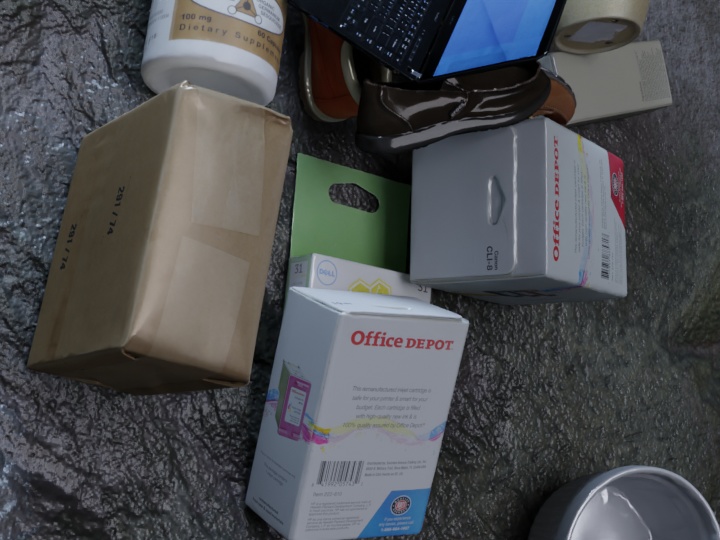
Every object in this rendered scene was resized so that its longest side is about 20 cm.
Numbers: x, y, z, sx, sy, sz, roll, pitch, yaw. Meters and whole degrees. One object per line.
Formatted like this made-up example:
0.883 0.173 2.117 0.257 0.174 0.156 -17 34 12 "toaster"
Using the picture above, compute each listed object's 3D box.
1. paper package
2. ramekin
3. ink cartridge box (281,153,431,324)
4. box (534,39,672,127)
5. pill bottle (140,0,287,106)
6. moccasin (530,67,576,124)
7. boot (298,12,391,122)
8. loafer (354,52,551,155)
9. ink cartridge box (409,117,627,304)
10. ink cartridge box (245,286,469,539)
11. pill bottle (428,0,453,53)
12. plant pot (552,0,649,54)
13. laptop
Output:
-0.152 -0.015 0.889 0.103 0.190 0.202 19 72 -33 "paper package"
0.264 0.301 1.216 0.198 0.105 0.202 3 82 -22 "ramekin"
0.000 0.000 1.105 0.145 0.048 0.202 13 78 -37 "ink cartridge box"
0.262 -0.207 1.332 0.199 0.068 0.083 -13 92 -39 "box"
-0.116 -0.246 1.000 0.114 0.114 0.202 16 74 -36 "pill bottle"
0.148 -0.171 1.167 0.201 0.073 0.078 7 103 -56 "moccasin"
-0.011 -0.238 1.068 0.074 0.107 0.202 -9 98 -25 "boot"
0.084 -0.158 1.036 0.199 0.073 0.072 -21 115 -26 "loafer"
0.155 -0.050 1.141 0.199 0.144 0.147 14 75 -57 "ink cartridge box"
-0.003 0.121 1.020 0.144 0.084 0.202 6 102 -37 "ink cartridge box"
0.072 -0.319 1.163 0.112 0.111 0.201 32 64 -31 "pill bottle"
0.237 -0.339 1.241 0.186 0.187 0.202 8 73 -38 "plant pot"
0.068 -0.255 1.004 0.199 0.103 0.178 32 49 -9 "laptop"
